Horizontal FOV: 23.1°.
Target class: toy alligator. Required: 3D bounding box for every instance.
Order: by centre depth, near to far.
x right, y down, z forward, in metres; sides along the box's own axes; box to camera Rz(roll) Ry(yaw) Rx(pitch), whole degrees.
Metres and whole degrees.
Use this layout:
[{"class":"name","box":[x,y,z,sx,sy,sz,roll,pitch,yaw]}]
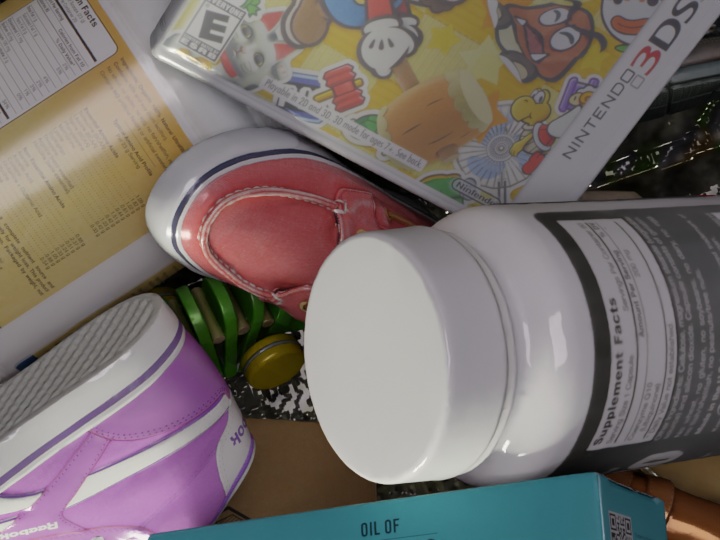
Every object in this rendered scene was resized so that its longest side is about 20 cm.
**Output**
[{"class":"toy alligator","box":[-0.095,0.034,0.819,0.200,0.054,0.059,-20,58,-17]}]

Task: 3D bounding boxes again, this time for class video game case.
[{"class":"video game case","box":[0.045,-0.118,0.719,0.200,0.023,0.182,27,113,-23]}]

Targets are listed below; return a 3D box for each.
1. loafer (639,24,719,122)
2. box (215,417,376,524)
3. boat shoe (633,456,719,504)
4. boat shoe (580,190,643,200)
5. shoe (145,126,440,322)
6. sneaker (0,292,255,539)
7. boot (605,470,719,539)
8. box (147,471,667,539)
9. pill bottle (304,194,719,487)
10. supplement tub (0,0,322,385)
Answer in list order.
[{"class":"loafer","box":[0.108,-0.099,0.846,0.200,0.072,0.063,-16,83,0]},{"class":"box","box":[-0.091,0.141,0.806,0.200,0.021,0.164,4,58,-8]},{"class":"boat shoe","box":[0.188,0.096,0.836,0.200,0.076,0.072,28,87,0]},{"class":"boat shoe","box":[0.164,-0.003,0.847,0.200,0.072,0.068,2,92,8]},{"class":"shoe","box":[0.000,0.000,0.768,0.091,0.200,0.072,43,105,34]},{"class":"sneaker","box":[-0.139,0.108,0.762,0.200,0.073,0.114,-30,118,6]},{"class":"boot","box":[0.147,0.121,0.776,0.155,0.200,0.074,38,58,-8]},{"class":"box","box":[0.019,0.124,0.713,0.200,0.082,0.049,-11,71,25]},{"class":"pill bottle","box":[0.084,0.028,0.718,0.200,0.114,0.114,-4,88,-35]},{"class":"supplement tub","box":[-0.127,-0.056,0.797,0.200,0.145,0.145,-33,89,-3]}]
